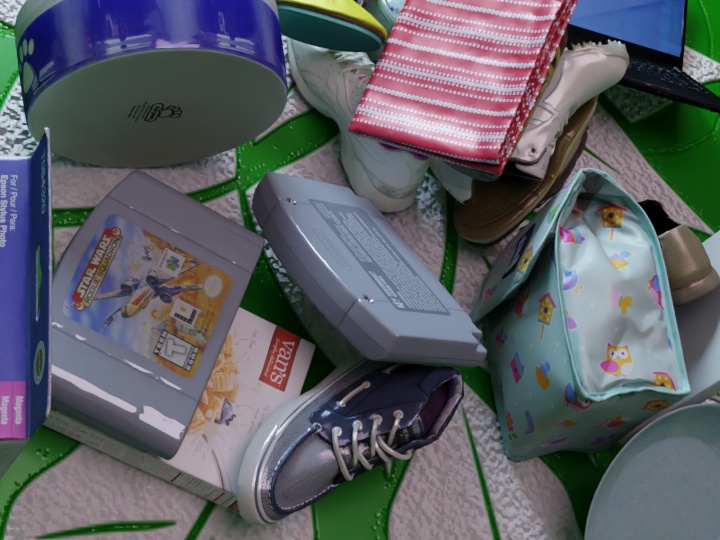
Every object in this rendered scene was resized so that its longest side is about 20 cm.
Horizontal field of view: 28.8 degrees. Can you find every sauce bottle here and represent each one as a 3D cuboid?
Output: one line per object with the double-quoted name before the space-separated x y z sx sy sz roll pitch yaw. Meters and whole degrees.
"sauce bottle" 0.129 -0.173 1.156 0.065 0.065 0.201 28 82 -12

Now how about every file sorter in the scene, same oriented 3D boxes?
"file sorter" 0.324 0.065 1.185 0.124 0.200 0.139 22 52 -21

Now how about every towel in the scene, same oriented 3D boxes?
"towel" 0.088 -0.184 1.128 0.144 0.022 0.201 18 77 27

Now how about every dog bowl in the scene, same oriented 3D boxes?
"dog bowl" -0.156 -0.153 1.055 0.199 0.200 0.079 0 70 -26

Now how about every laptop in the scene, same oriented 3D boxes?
"laptop" 0.272 -0.247 1.366 0.177 0.104 0.200 12 22 -20

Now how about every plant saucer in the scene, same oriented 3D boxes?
"plant saucer" 0.260 0.201 1.153 0.200 0.039 0.202 -5 104 -23

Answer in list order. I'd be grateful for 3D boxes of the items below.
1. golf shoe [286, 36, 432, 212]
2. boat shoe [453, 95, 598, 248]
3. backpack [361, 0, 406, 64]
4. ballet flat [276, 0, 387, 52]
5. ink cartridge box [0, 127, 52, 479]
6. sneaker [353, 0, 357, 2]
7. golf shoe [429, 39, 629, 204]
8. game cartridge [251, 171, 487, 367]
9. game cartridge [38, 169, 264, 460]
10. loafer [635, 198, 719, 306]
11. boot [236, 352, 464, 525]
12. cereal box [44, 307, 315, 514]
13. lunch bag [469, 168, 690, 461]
"golf shoe" 0.005 -0.152 1.201 0.075 0.092 0.200 -23 77 -31
"boat shoe" 0.155 -0.089 1.258 0.072 0.066 0.201 22 63 29
"backpack" 0.097 -0.248 1.263 0.177 0.151 0.200 30 64 -4
"ballet flat" -0.073 -0.229 1.173 0.199 0.067 0.067 7 74 9
"ink cartridge box" -0.246 0.034 0.922 0.043 0.200 0.197 5 64 -24
"sneaker" -0.037 -0.311 1.268 0.070 0.078 0.200 18 33 -34
"golf shoe" 0.152 -0.123 1.210 0.199 0.078 0.097 -26 69 2
"game cartridge" 0.000 0.000 1.092 0.133 0.041 0.200 13 30 -48
"game cartridge" -0.159 0.024 1.021 0.133 0.042 0.200 31 54 -16
"loafer" 0.233 -0.029 1.199 0.076 0.200 0.068 -24 113 -20
"boot" -0.004 0.122 1.038 0.200 0.090 0.073 -44 128 -46
"cereal box" -0.144 0.078 1.047 0.199 0.040 0.144 26 58 -13
"lunch bag" 0.170 0.035 1.143 0.121 0.170 0.201 -4 69 -18
